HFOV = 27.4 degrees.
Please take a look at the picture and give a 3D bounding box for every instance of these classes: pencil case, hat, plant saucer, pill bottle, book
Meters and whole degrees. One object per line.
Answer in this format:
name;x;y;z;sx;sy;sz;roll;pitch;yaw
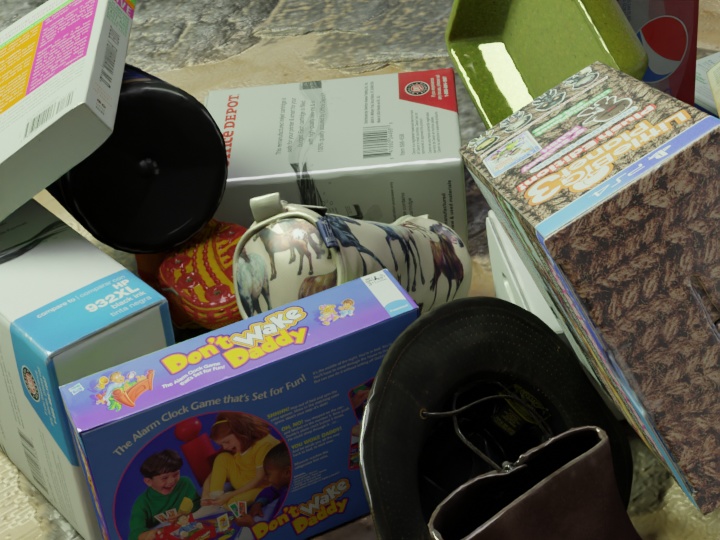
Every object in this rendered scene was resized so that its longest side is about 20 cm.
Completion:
pencil case;0.000;0.000;0.943;0.077;0.091;0.199;-3;-2;29
hat;0.058;0.120;0.813;0.081;0.201;0.200;-29;10;49
plant saucer;0.134;-0.154;1.046;0.047;0.201;0.202;-15;63;-17
pill bottle;-0.171;-0.087;1.028;0.111;0.113;0.200;-20;20;-17
book;-0.205;-0.111;0.937;0.133;0.048;0.201;-33;30;19

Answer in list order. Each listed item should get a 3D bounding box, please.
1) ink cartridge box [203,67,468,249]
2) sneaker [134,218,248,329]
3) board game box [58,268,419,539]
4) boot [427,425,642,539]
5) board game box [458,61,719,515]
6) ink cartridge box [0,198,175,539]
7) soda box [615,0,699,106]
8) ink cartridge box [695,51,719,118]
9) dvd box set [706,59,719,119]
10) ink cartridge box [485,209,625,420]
ink cartridge box;-0.021;-0.078;1.124;0.197;0.085;0.145;-4;35;3
sneaker;-0.106;0.008;1.008;0.072;0.078;0.200;-18;19;-13
board game box;-0.058;0.096;0.842;0.198;0.136;0.045;-19;36;-17
boot;0.125;0.145;0.704;0.198;0.168;0.072;-24;35;-21
board game box;0.145;-0.002;0.753;0.096;0.160;0.200;-32;18;2
ink cartridge box;-0.193;0.053;0.920;0.083;0.147;0.199;-28;39;-28
soda box;0.198;-0.140;1.065;0.069;0.202;0.064;-17;35;-15
ink cartridge box;0.370;-0.134;1.162;0.198;0.041;0.200;-23;37;-20
dvd box set;0.271;-0.083;0.810;0.146;0.029;0.202;-41;35;32
ink cartridge box;0.193;0.012;0.952;0.197;0.087;0.147;-12;35;-2
